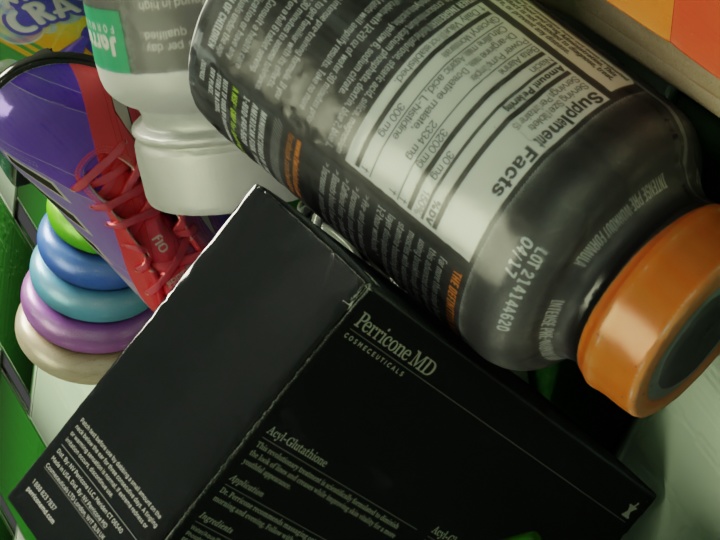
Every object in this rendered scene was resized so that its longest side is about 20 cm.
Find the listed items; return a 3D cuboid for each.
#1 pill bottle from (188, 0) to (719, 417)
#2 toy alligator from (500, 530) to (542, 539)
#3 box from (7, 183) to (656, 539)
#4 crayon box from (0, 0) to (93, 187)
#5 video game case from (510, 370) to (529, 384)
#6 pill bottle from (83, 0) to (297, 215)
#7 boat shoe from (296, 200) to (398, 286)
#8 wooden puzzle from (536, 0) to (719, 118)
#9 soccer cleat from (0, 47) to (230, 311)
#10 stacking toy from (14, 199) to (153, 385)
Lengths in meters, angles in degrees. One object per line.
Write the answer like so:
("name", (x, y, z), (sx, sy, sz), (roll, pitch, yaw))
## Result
("pill bottle", (0.042, -0.038, 0.655), (0.200, 0.106, 0.107), (41, 142, 23))
("toy alligator", (0.089, 0.170, 0.715), (0.054, 0.059, 0.200), (-92, -18, -44))
("box", (-0.003, 0.081, 0.692), (0.200, 0.141, 0.079), (37, -174, -45))
("crayon box", (-0.156, -0.141, 0.935), (0.200, 0.125, 0.052), (52, 147, 29))
("video game case", (0.025, 0.086, 0.873), (0.182, 0.024, 0.201), (14, 119, 57))
("pill bottle", (-0.061, -0.132, 0.786), (0.113, 0.113, 0.201), (18, 123, 56))
("boat shoe", (-0.001, -0.002, 0.776), (0.199, 0.068, 0.074), (-37, 57, 50))
("wooden puzzle", (0.109, -0.128, 0.568), (0.200, 0.037, 0.186), (39, 139, 44))
("soccer cleat", (-0.096, -0.026, 0.865), (0.200, 0.068, 0.073), (48, -168, -53))
("stacking toy", (-0.139, -0.037, 1.030), (0.085, 0.085, 0.201), (47, 141, 36))
